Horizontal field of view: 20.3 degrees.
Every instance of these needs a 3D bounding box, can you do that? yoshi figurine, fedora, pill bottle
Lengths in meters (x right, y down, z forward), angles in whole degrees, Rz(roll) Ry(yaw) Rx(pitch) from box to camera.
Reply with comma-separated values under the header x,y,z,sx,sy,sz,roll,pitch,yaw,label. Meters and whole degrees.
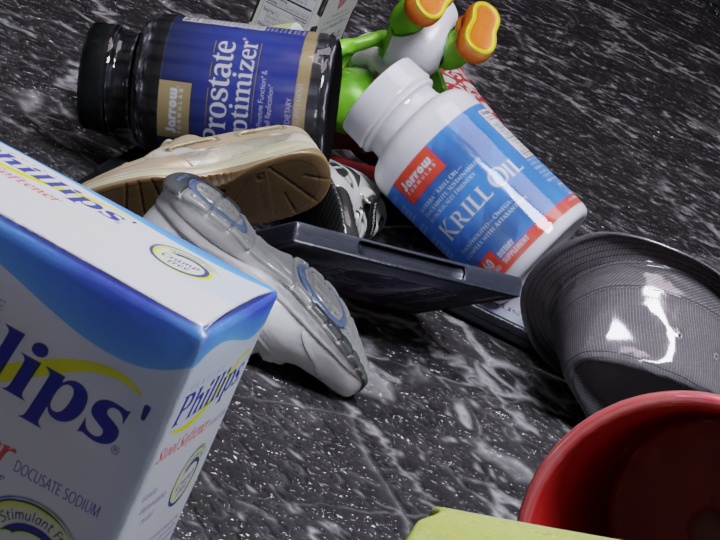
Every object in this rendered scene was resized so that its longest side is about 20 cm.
x,y,z,sx,sy,sz,roll,pitch,yaw,label
0.027,-0.174,1.748,0.111,0.200,0.113,-10,78,-35,yoshi figurine
0.214,0.070,1.528,0.199,0.177,0.091,34,43,-21,fedora
0.082,-0.078,1.664,0.200,0.112,0.112,44,21,9,pill bottle
-0.119,-0.143,1.593,0.199,0.113,0.112,7,18,4,pill bottle

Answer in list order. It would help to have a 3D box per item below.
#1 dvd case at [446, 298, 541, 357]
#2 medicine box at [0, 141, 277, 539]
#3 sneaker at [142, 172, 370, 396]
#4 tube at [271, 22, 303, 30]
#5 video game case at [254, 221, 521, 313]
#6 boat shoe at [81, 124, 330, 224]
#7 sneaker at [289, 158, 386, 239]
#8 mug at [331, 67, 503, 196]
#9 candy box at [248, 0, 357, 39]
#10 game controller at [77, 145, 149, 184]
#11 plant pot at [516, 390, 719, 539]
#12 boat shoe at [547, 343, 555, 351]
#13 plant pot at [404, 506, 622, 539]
x,y,z,sx,sy,sz,roll,pitch,yaw,label
0.146,0.028,1.734,0.142,0.018,0.200,27,18,3,dvd case
-0.167,0.061,0.942,0.181,0.201,0.103,27,18,10,medicine box
-0.077,0.021,1.383,0.200,0.087,0.075,41,14,-9,sneaker
-0.142,-0.168,1.685,0.199,0.052,0.058,-6,15,19,tube
0.000,0.000,1.505,0.199,0.019,0.143,13,-13,-31,video game case
-0.124,-0.063,1.462,0.199,0.073,0.065,-14,38,-12,boat shoe
-0.012,-0.049,1.655,0.088,0.074,0.200,16,20,-19,sneaker
0.055,-0.102,1.847,0.134,0.177,0.200,53,1,-33,mug
-0.066,-0.186,1.760,0.061,0.201,0.136,27,18,6,candy box
-0.158,-0.060,1.572,0.104,0.042,0.200,12,16,9,game controller
0.202,0.162,1.192,0.200,0.201,0.177,28,8,12,plant pot
0.243,0.036,1.616,0.198,0.062,0.073,3,22,0,boat shoe
0.098,0.202,0.956,0.183,0.202,0.200,16,16,12,plant pot
